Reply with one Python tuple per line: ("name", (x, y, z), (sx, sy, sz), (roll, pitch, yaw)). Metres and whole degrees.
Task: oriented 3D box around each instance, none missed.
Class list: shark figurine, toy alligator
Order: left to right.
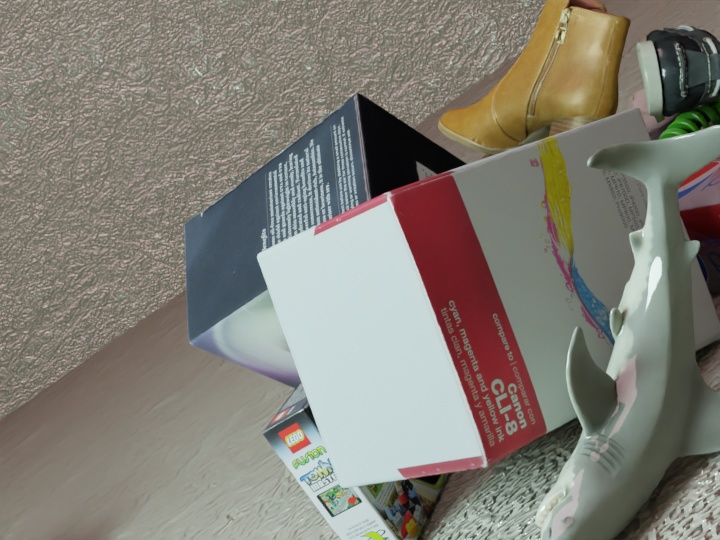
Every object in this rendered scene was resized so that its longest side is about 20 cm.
("shark figurine", (0.151, 0.040, 0.616), (0.089, 0.218, 0.128), (15, 4, 30))
("toy alligator", (0.281, -0.113, 1.044), (0.200, 0.055, 0.059), (-43, 11, -36))

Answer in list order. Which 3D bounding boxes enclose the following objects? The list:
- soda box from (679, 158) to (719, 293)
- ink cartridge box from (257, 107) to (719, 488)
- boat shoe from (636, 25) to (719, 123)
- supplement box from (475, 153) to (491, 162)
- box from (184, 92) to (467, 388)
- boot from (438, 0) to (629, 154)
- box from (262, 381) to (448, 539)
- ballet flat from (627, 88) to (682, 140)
("soda box", (0.232, -0.031, 0.783), (0.070, 0.064, 0.200), (-39, 8, -17))
("ink cartridge box", (0.075, 0.015, 0.735), (0.198, 0.146, 0.145), (-21, -1, -35))
("boat shoe", (0.254, -0.158, 1.024), (0.067, 0.073, 0.200), (-14, 7, 13))
("supplement box", (0.158, -0.079, 1.248), (0.199, 0.086, 0.110), (-34, 9, 18))
("box", (0.000, 0.000, 1.007), (0.197, 0.199, 0.125), (-32, 48, 32))
("boot", (0.150, -0.167, 1.115), (0.070, 0.146, 0.200), (5, 12, -35))
("box", (0.016, 0.092, 0.837), (0.035, 0.111, 0.200), (-31, 11, 28))
("ballet flat", (0.275, -0.142, 1.180), (0.073, 0.073, 0.200), (-29, 12, 39))
